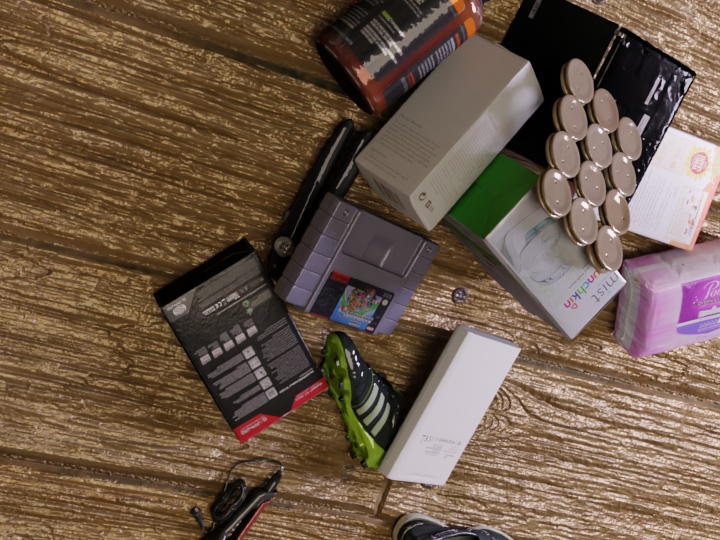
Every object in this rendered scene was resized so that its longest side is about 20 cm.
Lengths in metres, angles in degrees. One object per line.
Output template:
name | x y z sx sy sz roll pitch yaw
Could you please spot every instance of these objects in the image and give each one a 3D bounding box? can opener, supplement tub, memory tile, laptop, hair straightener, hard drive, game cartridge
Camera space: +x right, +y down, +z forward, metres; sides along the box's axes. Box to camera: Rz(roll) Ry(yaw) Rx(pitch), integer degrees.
can opener | -0.047 -0.074 1.367 0.063 0.079 0.202 23 98 13
supplement tub | 0.056 -0.265 1.302 0.199 0.107 0.107 -39 118 -4
memory tile | 0.246 -0.111 1.309 0.153 0.017 0.202 39 53 -32
laptop | 0.254 -0.198 1.413 0.198 0.103 0.179 21 101 -30
hair straightener | -0.164 0.302 1.460 0.077 0.041 0.201 38 93 -28
hard drive | 0.111 0.168 1.500 0.131 0.026 0.202 18 102 -52
game cartridge | 0.000 0.000 1.377 0.199 0.038 0.131 21 97 -51

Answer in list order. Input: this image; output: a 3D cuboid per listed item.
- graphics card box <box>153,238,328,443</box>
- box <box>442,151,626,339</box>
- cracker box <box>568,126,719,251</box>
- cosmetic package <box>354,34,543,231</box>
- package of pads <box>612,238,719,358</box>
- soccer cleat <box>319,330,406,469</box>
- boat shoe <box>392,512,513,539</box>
graphics card box | -0.133 0.081 1.386 0.125 0.051 0.202 -31 118 -8
box | 0.174 -0.039 1.379 0.097 0.200 0.176 -45 117 0
cracker box | 0.341 -0.117 1.496 0.198 0.058 0.136 16 101 -26
cosmetic package | 0.098 -0.154 1.341 0.200 0.101 0.074 -47 141 -8
package of pads | 0.423 0.030 1.563 0.197 0.076 0.122 -12 129 -16
soccer cleat | 0.008 0.146 1.464 0.080 0.067 0.202 -29 124 -20
boat shoe | 0.137 0.368 1.588 0.198 0.066 0.075 26 98 -27
